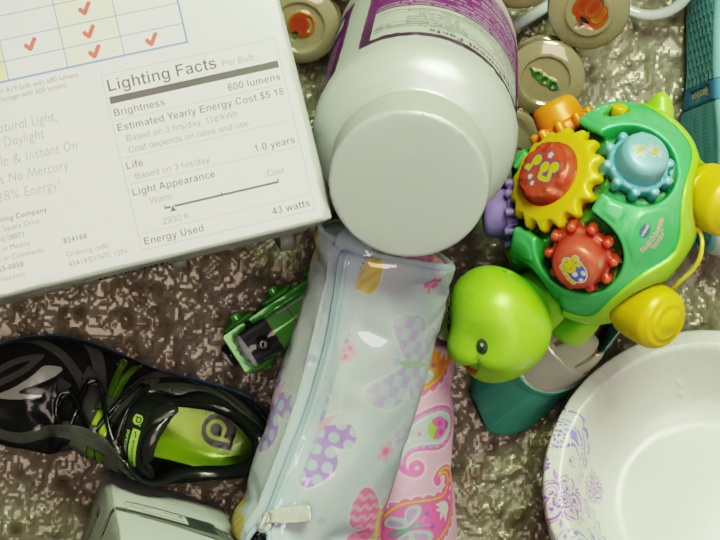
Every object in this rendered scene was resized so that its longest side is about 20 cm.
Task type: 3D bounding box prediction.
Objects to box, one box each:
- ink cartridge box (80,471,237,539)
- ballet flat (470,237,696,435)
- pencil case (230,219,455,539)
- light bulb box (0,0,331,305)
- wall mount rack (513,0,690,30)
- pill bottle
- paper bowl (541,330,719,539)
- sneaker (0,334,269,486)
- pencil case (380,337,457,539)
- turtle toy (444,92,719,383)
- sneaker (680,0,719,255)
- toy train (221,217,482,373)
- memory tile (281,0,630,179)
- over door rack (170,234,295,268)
[{"bbox_3d":[-0.126,0.210,0.949,0.084,0.200,0.145,18,91,-11],"label":"ink cartridge box"},{"bbox_3d":[0.142,0.021,1.058,0.067,0.070,0.200,39,86,-12],"label":"ballet flat"},{"bbox_3d":[-0.012,0.072,0.952,0.090,0.083,0.201,7,105,-46],"label":"pencil case"},{"bbox_3d":[-0.136,-0.098,0.900,0.197,0.125,0.201,-13,90,-9],"label":"light bulb box"},{"bbox_3d":[0.123,-0.231,1.038,0.173,0.075,0.201,-25,98,19],"label":"wall mount rack"},{"bbox_3d":[0.032,-0.090,0.932,0.111,0.200,0.113,2,119,4],"label":"pill bottle"},{"bbox_3d":[0.215,0.147,1.038,0.199,0.104,0.202,-6,61,10],"label":"paper bowl"},{"bbox_3d":[-0.143,0.085,0.997,0.198,0.083,0.071,13,91,-12],"label":"sneaker"},{"bbox_3d":[0.021,0.132,1.036,0.087,0.087,0.201,0,93,-11],"label":"pencil case"},{"bbox_3d":[0.124,-0.020,0.986,0.101,0.146,0.201,28,94,-40],"label":"turtle toy"},{"bbox_3d":[0.276,-0.108,1.073,0.130,0.080,0.201,2,95,-11],"label":"sneaker"},{"bbox_3d":[0.000,0.000,1.034,0.200,0.056,0.042,-35,100,-8],"label":"toy train"},{"bbox_3d":[0.050,-0.154,1.021,0.199,0.017,0.154,28,116,-12],"label":"memory tile"},{"bbox_3d":[-0.123,-0.101,0.999,0.147,0.067,0.201,-9,90,-10],"label":"over door rack"}]
